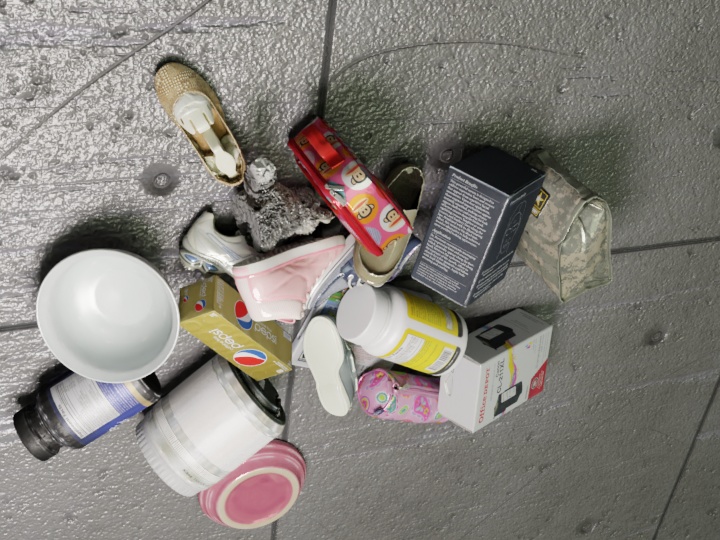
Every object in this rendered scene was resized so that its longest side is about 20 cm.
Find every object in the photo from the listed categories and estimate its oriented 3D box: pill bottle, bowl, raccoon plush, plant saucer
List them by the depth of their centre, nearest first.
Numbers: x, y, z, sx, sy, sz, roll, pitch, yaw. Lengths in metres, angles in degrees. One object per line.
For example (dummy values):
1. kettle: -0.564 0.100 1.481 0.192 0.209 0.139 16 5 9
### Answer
1. raccoon plush: -0.094 -0.099 1.417 0.134 0.097 0.200 -24 169 -24
2. bowl: -0.344 0.049 1.431 0.201 0.090 0.201 1 111 3
3. pill bottle: -0.408 0.195 1.515 0.200 0.112 0.112 -32 132 -1
4. pill bottle: 0.067 0.093 1.642 0.200 0.114 0.114 22 112 -36
5. plant saucer: -0.187 0.389 1.809 0.200 0.051 0.201 -13 128 -17

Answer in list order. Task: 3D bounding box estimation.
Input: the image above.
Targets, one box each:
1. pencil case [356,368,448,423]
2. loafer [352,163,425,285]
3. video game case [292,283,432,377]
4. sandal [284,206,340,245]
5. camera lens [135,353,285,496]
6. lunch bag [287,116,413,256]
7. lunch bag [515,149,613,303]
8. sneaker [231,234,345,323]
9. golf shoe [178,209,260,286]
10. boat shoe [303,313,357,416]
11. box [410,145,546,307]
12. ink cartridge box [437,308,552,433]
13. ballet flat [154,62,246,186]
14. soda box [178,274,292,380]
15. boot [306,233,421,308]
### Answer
1. pencil case: 0.084 0.220 1.773 0.200 0.087 0.087 16 116 -47
2. loafer: 0.043 -0.075 1.507 0.076 0.068 0.200 19 75 -1
3. video game case: -0.002 0.097 1.703 0.200 0.022 0.182 15 116 -33
4. sandal: -0.095 -0.010 1.560 0.075 0.045 0.200 29 108 -37
5. camera lens: -0.231 0.237 1.601 0.200 0.160 0.160 -38 132 4
6. lunch bag: -0.021 -0.127 1.408 0.082 0.200 0.176 -38 128 2
7. lunch bag: 0.318 -0.078 1.634 0.117 0.164 0.200 -22 130 -12
8. sneaker: -0.093 0.016 1.463 0.200 0.075 0.105 -22 101 -44
9. golf shoe: -0.162 -0.019 1.489 0.200 0.078 0.097 23 98 -25
10. boat shoe: -0.044 0.146 1.678 0.062 0.073 0.200 -50 140 -46
11. box: 0.182 -0.070 1.571 0.148 0.107 0.200 -30 145 -54
12. ink cartridge box: 0.236 0.174 1.782 0.200 0.083 0.146 -23 128 -39
13. ballet flat: -0.205 -0.190 1.360 0.070 0.065 0.200 -35 132 0
14. soda box: -0.181 0.087 1.495 0.068 0.064 0.200 -20 141 23
15. boot: 0.000 0.000 1.554 0.200 0.090 0.073 -49 170 -2
